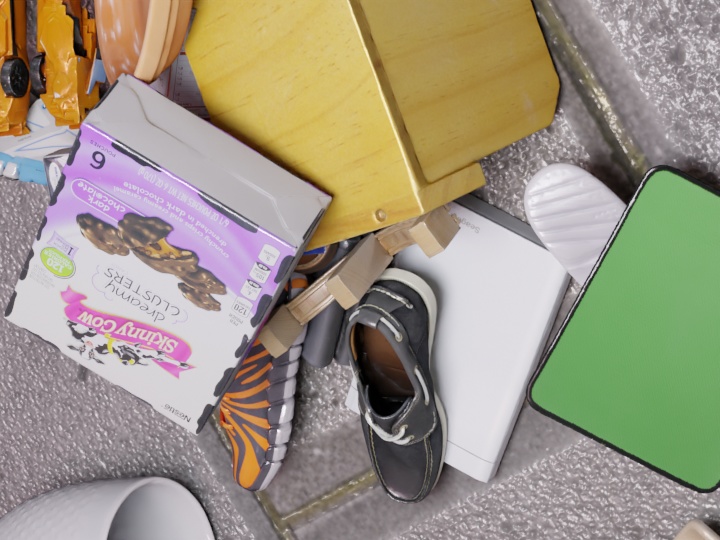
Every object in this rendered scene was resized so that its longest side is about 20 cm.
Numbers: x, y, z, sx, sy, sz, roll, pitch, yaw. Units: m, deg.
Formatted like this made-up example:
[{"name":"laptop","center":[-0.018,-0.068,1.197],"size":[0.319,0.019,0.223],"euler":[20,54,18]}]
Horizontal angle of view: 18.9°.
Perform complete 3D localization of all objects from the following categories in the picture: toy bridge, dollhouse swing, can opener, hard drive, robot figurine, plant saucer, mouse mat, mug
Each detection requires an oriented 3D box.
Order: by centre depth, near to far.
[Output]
[{"name":"plant saucer","center":[-0.149,-0.223,1.501],"size":[0.200,0.037,0.202],"euler":[180,90,-71]},{"name":"mouse mat","center":[0.227,0.043,1.516],"size":[0.160,0.008,0.201],"euler":[27,104,-6]},{"name":"dollhouse swing","center":[0.011,-0.145,1.525],"size":[0.181,0.176,0.202],"euler":[-17,99,33]},{"name":"toy bridge","center":[0.000,0.000,1.567],"size":[0.027,0.067,0.199],"euler":[49,132,-9]},{"name":"hard drive","center":[0.074,0.046,1.640],"size":[0.131,0.027,0.201],"euler":[28,117,18]},{"name":"can opener","center":[-0.011,-0.026,1.658],"size":[0.067,0.053,0.202],"euler":[44,128,47]},{"name":"robot figurine","center":[-0.252,-0.208,1.683],"size":[0.144,0.058,0.202],"euler":[-3,85,24]},{"name":"mug","center":[-0.217,0.268,1.814],"size":[0.174,0.148,0.200],"euler":[-8,133,35]}]

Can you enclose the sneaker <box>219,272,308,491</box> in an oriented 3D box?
[{"name":"sneaker","center":[-0.108,0.080,1.687],"size":[0.111,0.078,0.202],"euler":[2,116,-15]}]

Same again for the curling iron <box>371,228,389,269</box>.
[{"name":"curling iron","center":[0.028,-0.049,1.603],"size":[0.049,0.026,0.202],"euler":[10,111,26]}]

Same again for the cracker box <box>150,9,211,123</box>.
[{"name":"cracker box","center":[-0.132,-0.212,1.597],"size":[0.134,0.057,0.202],"euler":[-127,41,-54]}]

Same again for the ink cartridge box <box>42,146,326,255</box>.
[{"name":"ink cartridge box","center":[-0.128,-0.047,1.563],"size":[0.198,0.039,0.100],"euler":[-6,101,19]}]

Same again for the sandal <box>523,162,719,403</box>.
[{"name":"sandal","center":[0.195,0.000,1.540],"size":[0.079,0.059,0.207],"euler":[-38,100,11]}]

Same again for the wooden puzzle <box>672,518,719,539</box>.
[{"name":"wooden puzzle","center":[0.272,0.300,1.613],"size":[0.185,0.046,0.201],"euler":[41,125,11]}]

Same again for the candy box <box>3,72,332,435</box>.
[{"name":"candy box","center":[-0.137,-0.008,1.497],"size":[0.167,0.072,0.201],"euler":[30,130,1]}]

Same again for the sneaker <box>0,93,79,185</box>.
[{"name":"sneaker","center":[-0.220,-0.105,1.722],"size":[0.198,0.075,0.088],"euler":[16,108,22]}]

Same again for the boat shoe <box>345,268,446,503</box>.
[{"name":"boat shoe","center":[0.022,0.098,1.619],"size":[0.071,0.068,0.202],"euler":[9,126,20]}]

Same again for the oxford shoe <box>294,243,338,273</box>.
[{"name":"oxford shoe","center":[-0.117,-0.049,1.621],"size":[0.198,0.071,0.072],"euler":[10,84,22]}]
